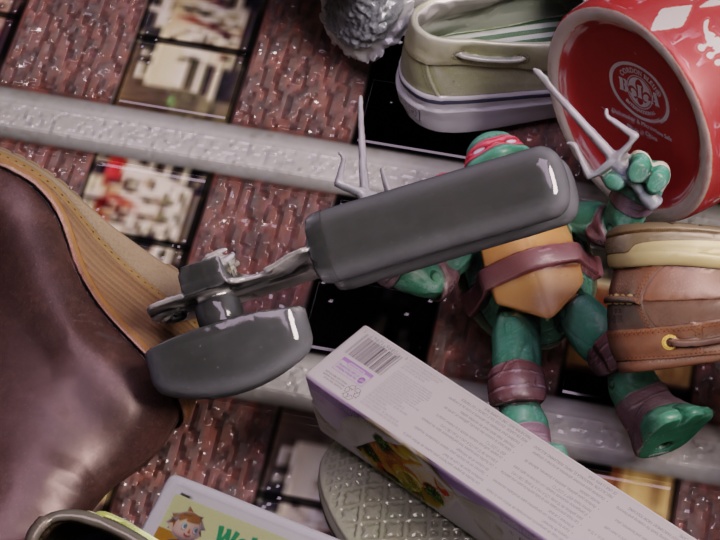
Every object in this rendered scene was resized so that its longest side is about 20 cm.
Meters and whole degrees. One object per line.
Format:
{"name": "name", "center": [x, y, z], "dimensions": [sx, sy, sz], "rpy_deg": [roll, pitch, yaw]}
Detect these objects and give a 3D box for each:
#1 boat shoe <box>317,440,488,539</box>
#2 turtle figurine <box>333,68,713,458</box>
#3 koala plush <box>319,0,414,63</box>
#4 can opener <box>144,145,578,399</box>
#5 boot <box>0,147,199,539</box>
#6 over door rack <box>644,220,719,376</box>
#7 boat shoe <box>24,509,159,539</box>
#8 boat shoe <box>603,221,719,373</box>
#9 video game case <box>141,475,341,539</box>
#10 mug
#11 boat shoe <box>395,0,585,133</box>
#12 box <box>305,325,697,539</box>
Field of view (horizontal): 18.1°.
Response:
{"name": "boat shoe", "center": [0.049, 0.136, 0.960], "dimensions": [0.075, 0.062, 0.200], "rpy_deg": [-34, 49, -18]}
{"name": "turtle figurine", "center": [0.078, -0.004, 1.029], "dimensions": [0.149, 0.101, 0.201], "rpy_deg": [-24, 68, 11]}
{"name": "koala plush", "center": [-0.008, -0.218, 1.148], "dimensions": [0.183, 0.178, 0.201], "rpy_deg": [-8, 55, 9]}
{"name": "can opener", "center": [0.000, 0.000, 0.979], "dimensions": [0.199, 0.053, 0.067], "rpy_deg": [-21, 82, 10]}
{"name": "boot", "center": [-0.176, 0.035, 1.022], "dimensions": [0.200, 0.072, 0.167], "rpy_deg": [29, 58, 15]}
{"name": "over door rack", "center": [0.226, 0.023, 1.030], "dimensions": [0.147, 0.067, 0.200], "rpy_deg": [-18, 57, -12]}
{"name": "boat shoe", "center": [-0.057, 0.166, 0.847], "dimensions": [0.072, 0.060, 0.202], "rpy_deg": [-43, 63, -12]}
{"name": "boat shoe", "center": [0.200, 0.023, 0.957], "dimensions": [0.199, 0.072, 0.068], "rpy_deg": [6, 86, -2]}
{"name": "video game case", "center": [-0.027, 0.194, 0.874], "dimensions": [0.199, 0.022, 0.182], "rpy_deg": [19, 69, 20]}
{"name": "mug", "center": [0.205, -0.115, 1.043], "dimensions": [0.200, 0.177, 0.134], "rpy_deg": [-28, 95, -27]}
{"name": "boat shoe", "center": [0.115, -0.117, 1.130], "dimensions": [0.199, 0.062, 0.072], "rpy_deg": [-15, 56, -11]}
{"name": "box", "center": [0.058, 0.088, 0.933], "dimensions": [0.041, 0.039, 0.200], "rpy_deg": [-40, 49, -24]}
